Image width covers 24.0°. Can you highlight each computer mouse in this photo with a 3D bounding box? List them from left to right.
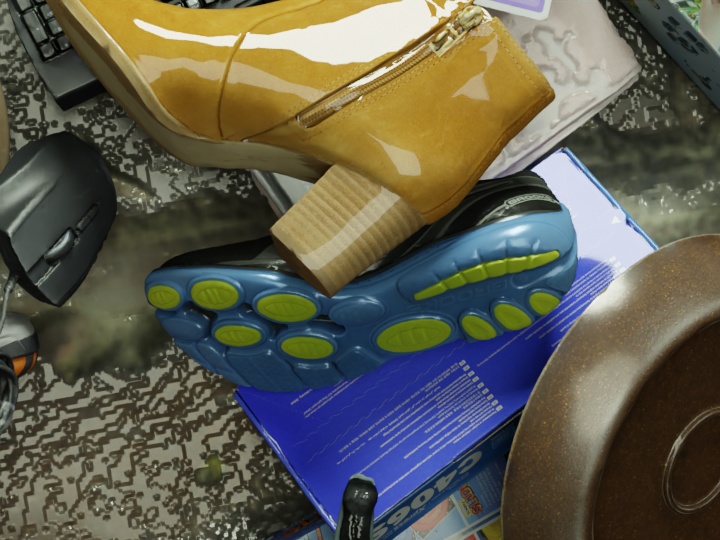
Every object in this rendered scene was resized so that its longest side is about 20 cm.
[{"bbox_3d":[-0.142,0.008,0.727,0.034,0.201,0.059,-10,130,20],"label":"computer mouse"}]

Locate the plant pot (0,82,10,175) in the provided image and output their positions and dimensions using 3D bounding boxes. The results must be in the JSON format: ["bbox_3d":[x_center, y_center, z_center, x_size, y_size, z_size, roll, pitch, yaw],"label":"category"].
[{"bbox_3d":[-0.227,-0.071,0.701,0.200,0.093,0.202,11,72,-35],"label":"plant pot"}]

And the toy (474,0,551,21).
[{"bbox_3d":[0.004,-0.194,0.759,0.199,0.047,0.116,15,80,-5],"label":"toy"}]

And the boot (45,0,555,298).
[{"bbox_3d":[-0.027,-0.100,0.732,0.201,0.071,0.144,44,80,8],"label":"boot"}]

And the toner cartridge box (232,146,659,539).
[{"bbox_3d":[0.048,0.039,0.800,0.200,0.043,0.095,-36,67,-7],"label":"toner cartridge box"}]

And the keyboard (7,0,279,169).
[{"bbox_3d":[-0.055,-0.128,0.778,0.199,0.021,0.128,-28,93,-8],"label":"keyboard"}]

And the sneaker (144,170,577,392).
[{"bbox_3d":[0.000,0.000,0.773,0.199,0.083,0.071,-12,126,11],"label":"sneaker"}]

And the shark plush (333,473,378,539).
[{"bbox_3d":[-0.025,0.185,0.754,0.091,0.083,0.201,-18,125,-25],"label":"shark plush"}]

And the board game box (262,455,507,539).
[{"bbox_3d":[0.047,0.194,0.826,0.135,0.034,0.201,-27,95,-8],"label":"board game box"}]

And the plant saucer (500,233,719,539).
[{"bbox_3d":[0.148,0.083,0.788,0.200,0.034,0.201,-19,123,-33],"label":"plant saucer"}]

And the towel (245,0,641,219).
[{"bbox_3d":[0.009,-0.120,0.816,0.191,0.032,0.200,-38,98,-7],"label":"towel"}]

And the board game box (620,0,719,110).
[{"bbox_3d":[0.236,-0.131,0.840,0.200,0.064,0.148,45,84,-9],"label":"board game box"}]

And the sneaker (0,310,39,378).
[{"bbox_3d":[-0.227,0.095,0.765,0.199,0.078,0.113,-22,103,-4],"label":"sneaker"}]
